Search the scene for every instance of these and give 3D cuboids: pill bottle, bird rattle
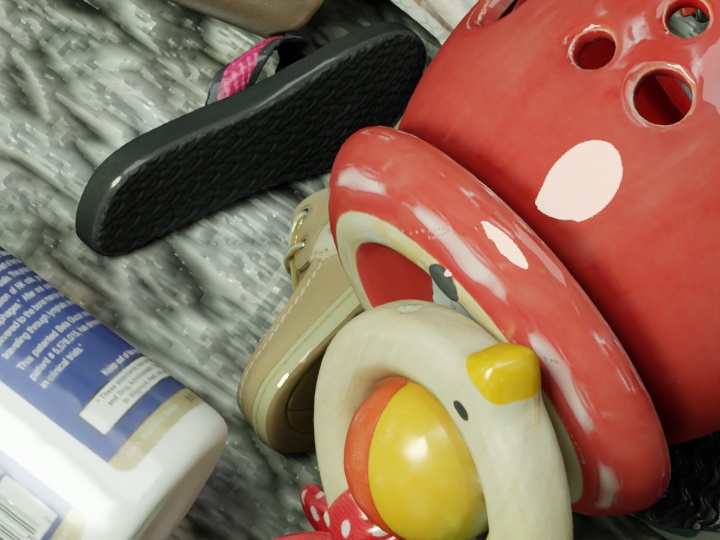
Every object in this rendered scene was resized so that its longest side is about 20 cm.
[{"bbox_3d":[-0.157,0.041,1.062,0.200,0.111,0.111,37,46,6],"label":"pill bottle"},{"bbox_3d":[0.032,0.089,1.049,0.112,0.164,0.200,-13,15,-24],"label":"bird rattle"}]

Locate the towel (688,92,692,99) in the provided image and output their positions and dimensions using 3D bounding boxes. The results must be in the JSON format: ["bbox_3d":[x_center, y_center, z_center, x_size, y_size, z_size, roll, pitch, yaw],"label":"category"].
[{"bbox_3d":[0.186,-0.018,1.328,0.111,0.049,0.200,27,45,-5],"label":"towel"}]

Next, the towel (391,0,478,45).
[{"bbox_3d":[0.075,-0.150,1.346,0.191,0.032,0.200,41,39,-29],"label":"towel"}]

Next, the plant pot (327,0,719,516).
[{"bbox_3d":[0.098,-0.025,1.097,0.182,0.201,0.200,-38,73,-15],"label":"plant pot"}]

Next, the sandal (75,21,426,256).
[{"bbox_3d":[-0.049,-0.067,1.239,0.200,0.075,0.045,-25,55,-36],"label":"sandal"}]

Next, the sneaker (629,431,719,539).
[{"bbox_3d":[0.190,0.101,1.190,0.199,0.093,0.071,21,88,10],"label":"sneaker"}]

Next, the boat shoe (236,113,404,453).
[{"bbox_3d":[0.000,0.000,1.212,0.064,0.071,0.200,24,47,21],"label":"boat shoe"}]

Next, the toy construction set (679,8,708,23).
[{"bbox_3d":[0.167,-0.192,1.404,0.200,0.092,0.131,56,7,-24],"label":"toy construction set"}]

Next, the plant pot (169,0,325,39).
[{"bbox_3d":[-0.090,-0.207,1.263,0.198,0.200,0.201,26,45,-17],"label":"plant pot"}]
